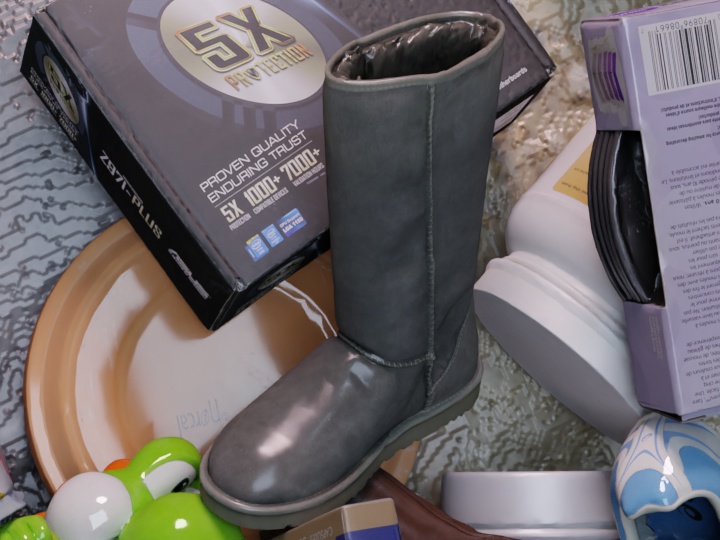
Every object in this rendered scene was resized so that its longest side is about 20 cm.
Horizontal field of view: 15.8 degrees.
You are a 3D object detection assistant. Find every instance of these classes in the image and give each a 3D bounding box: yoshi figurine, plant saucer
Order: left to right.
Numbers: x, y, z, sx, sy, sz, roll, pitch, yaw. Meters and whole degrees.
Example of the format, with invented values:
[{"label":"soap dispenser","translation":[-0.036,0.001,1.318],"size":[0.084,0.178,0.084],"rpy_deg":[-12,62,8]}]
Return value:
[{"label":"yoshi figurine","translation":[-0.128,0.154,1.171],"size":[0.112,0.112,0.200],"rpy_deg":[46,64,5]},{"label":"plant saucer","translation":[-0.065,0.059,1.276],"size":[0.199,0.032,0.201],"rpy_deg":[2,79,-10]}]

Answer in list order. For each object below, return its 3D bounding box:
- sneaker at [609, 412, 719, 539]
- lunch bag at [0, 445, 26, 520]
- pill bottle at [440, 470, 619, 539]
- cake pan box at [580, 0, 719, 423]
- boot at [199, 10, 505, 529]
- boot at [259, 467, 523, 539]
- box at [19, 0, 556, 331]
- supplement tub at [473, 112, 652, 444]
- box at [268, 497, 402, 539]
[{"label":"sneaker","translation":[0.168,0.157,1.225],"size":[0.200,0.072,0.073],"rpy_deg":[60,37,-28]},{"label":"lunch bag","translation":[-0.238,0.063,1.170],"size":[0.127,0.200,0.170],"rpy_deg":[-31,92,-11]},{"label":"pill bottle","translation":[0.084,0.198,1.256],"size":[0.119,0.120,0.201],"rpy_deg":[0,86,-10]},{"label":"cake pan box","translation":[0.202,-0.040,1.185],"size":[0.199,0.052,0.185],"rpy_deg":[-14,97,-18]},{"label":"boot","translation":[-0.002,-0.001,1.166],"size":[0.072,0.201,0.182],"rpy_deg":[31,47,28]},{"label":"boot","translation":[0.021,0.191,1.193],"size":[0.064,0.200,0.187],"rpy_deg":[15,93,-46]},{"label":"box","translation":[-0.035,-0.098,1.255],"size":[0.200,0.086,0.164],"rpy_deg":[-34,85,-18]},{"label":"supplement tub","translation":[0.162,-0.023,1.274],"size":[0.144,0.144,0.200],"rpy_deg":[42,81,-4]},{"label":"box","translation":[-0.004,0.212,1.156],"size":[0.032,0.121,0.201],"rpy_deg":[-6,76,-31]}]
